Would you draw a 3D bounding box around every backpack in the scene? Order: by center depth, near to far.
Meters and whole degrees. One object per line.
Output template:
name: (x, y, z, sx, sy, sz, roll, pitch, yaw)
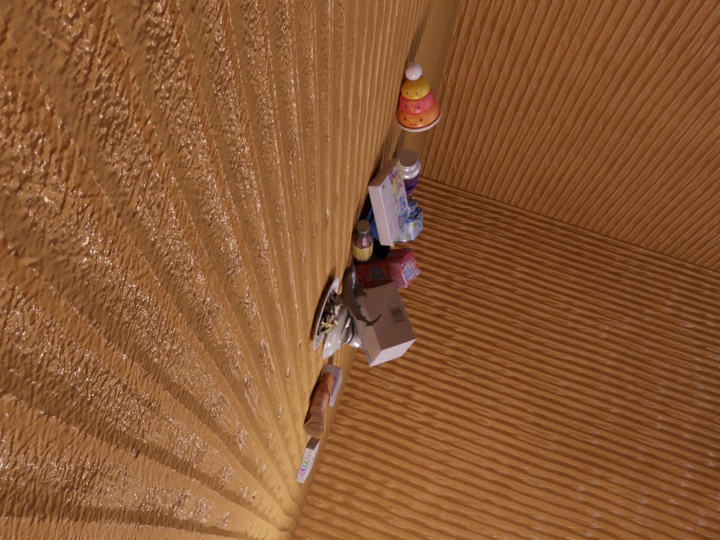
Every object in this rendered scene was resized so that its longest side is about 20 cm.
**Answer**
backpack: (0.142, -0.192, 2.091, 0.200, 0.179, 0.150, -55, 139, -62)

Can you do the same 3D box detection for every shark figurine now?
shark figurine: (-0.030, 0.103, 1.648, 0.128, 0.088, 0.217, -49, -125, 39)

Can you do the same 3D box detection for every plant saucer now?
plant saucer: (-0.073, 0.196, 1.776, 0.200, 0.049, 0.204, 18, 89, -85)

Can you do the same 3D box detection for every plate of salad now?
plate of salad: (-0.081, 0.116, 1.436, 0.200, 0.047, 0.204, 19, 89, -85)

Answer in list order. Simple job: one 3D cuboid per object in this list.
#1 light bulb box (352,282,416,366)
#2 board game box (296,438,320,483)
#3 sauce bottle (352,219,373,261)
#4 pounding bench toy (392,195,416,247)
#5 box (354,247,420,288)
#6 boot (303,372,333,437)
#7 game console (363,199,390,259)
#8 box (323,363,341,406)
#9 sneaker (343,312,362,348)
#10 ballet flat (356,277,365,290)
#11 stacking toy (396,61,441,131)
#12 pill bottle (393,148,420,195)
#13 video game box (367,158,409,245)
light bulb box: (0.069, 0.176, 1.748, 0.201, 0.123, 0.201, 112, -39, -66)
board game box: (-0.217, 0.791, 2.286, 0.200, 0.034, 0.137, 52, 55, -83)
sauce bottle: (0.008, -0.089, 1.597, 0.201, 0.064, 0.066, 96, 13, -69)
pounding bench toy: (0.145, -0.214, 2.290, 0.156, 0.122, 0.203, -61, 168, -65)
box: (0.086, -0.006, 1.807, 0.100, 0.198, 0.097, -43, 119, -41)
boot: (-0.142, 0.466, 1.890, 0.156, 0.075, 0.203, -72, 169, -52)
game console: (0.071, -0.169, 1.723, 0.118, 0.171, 0.203, -18, -135, 55)
box: (-0.114, 0.435, 2.059, 0.201, 0.059, 0.118, 93, 16, -68)
sneaker: (-0.018, 0.175, 1.893, 0.076, 0.079, 0.203, -44, -147, 46)
ballet flat: (0.000, 0.000, 1.905, 0.066, 0.069, 0.203, 56, 44, -49)
stacking toy: (0.163, -0.536, 1.639, 0.201, 0.143, 0.148, 68, 36, -51)
pill bottle: (0.171, -0.378, 2.091, 0.201, 0.110, 0.114, 94, 15, -70)
video game box: (0.091, -0.213, 1.681, 0.183, 0.046, 0.203, -53, 139, -46)
